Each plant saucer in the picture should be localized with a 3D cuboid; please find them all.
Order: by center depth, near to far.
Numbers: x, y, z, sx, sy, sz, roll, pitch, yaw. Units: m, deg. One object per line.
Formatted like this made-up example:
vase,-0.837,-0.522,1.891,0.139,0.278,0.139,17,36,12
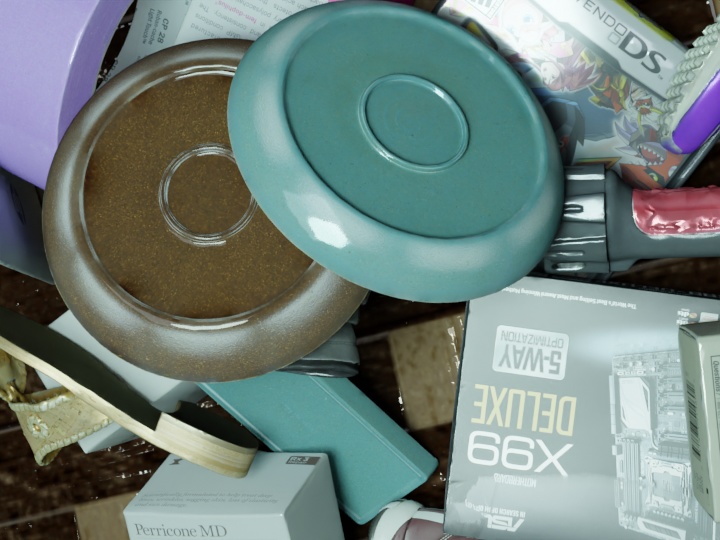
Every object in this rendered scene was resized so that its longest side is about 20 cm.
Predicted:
plant saucer,0.026,-0.075,1.039,0.200,0.200,0.027,49,142,13
plant saucer,-0.082,-0.039,1.052,0.198,0.032,0.202,-1,75,4
plant saucer,-0.038,0.084,1.155,0.070,0.019,0.200,-36,119,18

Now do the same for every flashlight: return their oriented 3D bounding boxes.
flashlight,0.202,-0.039,1.080,0.198,0.068,0.068,0,66,10

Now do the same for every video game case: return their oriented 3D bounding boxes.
video game case,0.099,-0.079,1.132,0.180,0.026,0.200,37,105,-1

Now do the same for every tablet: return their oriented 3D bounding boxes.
tablet,-0.228,-0.060,1.199,0.014,0.200,0.131,-18,85,1

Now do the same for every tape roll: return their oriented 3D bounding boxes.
tape roll,-0.149,-0.139,1.160,0.065,0.200,0.201,26,101,19

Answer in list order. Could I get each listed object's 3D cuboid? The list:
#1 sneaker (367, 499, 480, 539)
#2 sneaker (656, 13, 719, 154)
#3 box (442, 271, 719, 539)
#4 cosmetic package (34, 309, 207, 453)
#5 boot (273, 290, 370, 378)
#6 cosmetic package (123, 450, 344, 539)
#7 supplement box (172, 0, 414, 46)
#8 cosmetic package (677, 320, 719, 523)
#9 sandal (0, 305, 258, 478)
sneaker,0.062,0.243,1.159,0.115,0.076,0.202,0,91,18
sneaker,0.255,-0.128,1.059,0.099,0.070,0.200,41,93,-2
box,0.154,0.087,1.109,0.198,0.050,0.159,8,94,9
cosmetic package,-0.100,0.022,1.197,0.200,0.107,0.085,-38,80,20
boot,0.000,0.000,1.086,0.198,0.070,0.133,3,74,5
cosmetic package,-0.063,0.215,1.169,0.112,0.081,0.201,-4,113,22
supplement box,-0.031,-0.173,1.166,0.101,0.103,0.201,28,100,17
cosmetic package,0.279,0.071,1.031,0.198,0.073,0.104,-5,94,1
sandal,-0.167,0.090,1.130,0.211,0.078,0.070,26,98,9
